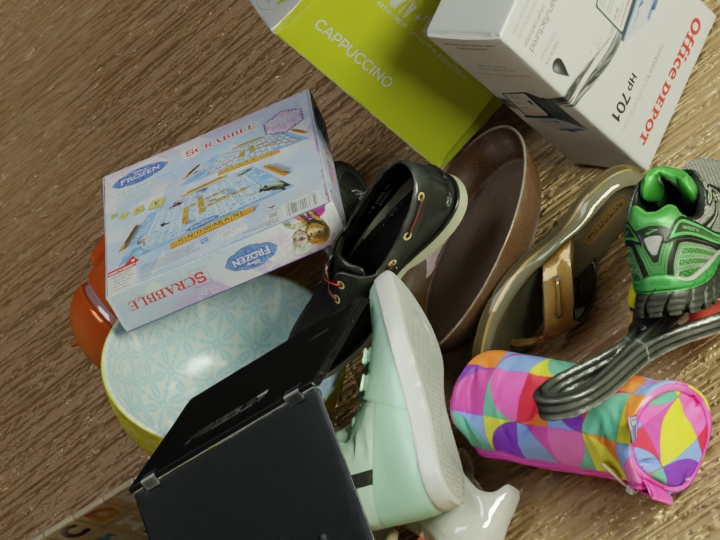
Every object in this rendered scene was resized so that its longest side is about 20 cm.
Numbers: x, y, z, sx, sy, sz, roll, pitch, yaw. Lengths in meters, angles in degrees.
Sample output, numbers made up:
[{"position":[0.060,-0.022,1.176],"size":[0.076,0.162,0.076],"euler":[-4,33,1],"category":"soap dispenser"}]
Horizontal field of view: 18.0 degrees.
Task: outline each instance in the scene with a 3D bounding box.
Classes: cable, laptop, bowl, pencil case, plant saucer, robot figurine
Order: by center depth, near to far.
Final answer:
[{"position":[0.200,0.057,1.551],"size":[0.097,0.050,0.200],"euler":[5,34,36],"category":"cable"},{"position":[0.153,0.107,1.605],"size":[0.200,0.088,0.089],"euler":[10,70,52],"category":"pencil case"},{"position":[-0.060,0.148,1.648],"size":[0.187,0.116,0.200],"euler":[-31,15,30],"category":"laptop"},{"position":[0.086,-0.016,1.773],"size":[0.200,0.034,0.200],"euler":[-52,23,34],"category":"plant saucer"},{"position":[-0.107,0.104,1.850],"size":[0.200,0.108,0.200],"euler":[-2,43,2],"category":"bowl"},{"position":[-0.178,0.016,2.011],"size":[0.200,0.144,0.117],"euler":[-49,3,8],"category":"robot figurine"}]

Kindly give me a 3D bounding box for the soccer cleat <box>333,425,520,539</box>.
[{"position":[0.043,0.157,1.704],"size":[0.078,0.069,0.200],"euler":[-53,43,-6],"category":"soccer cleat"}]

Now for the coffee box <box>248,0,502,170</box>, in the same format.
[{"position":[0.036,-0.241,1.851],"size":[0.200,0.200,0.198],"euler":[-47,30,8],"category":"coffee box"}]

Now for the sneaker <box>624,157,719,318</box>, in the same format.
[{"position":[0.231,-0.041,1.580],"size":[0.078,0.085,0.200],"euler":[-3,20,18],"category":"sneaker"}]

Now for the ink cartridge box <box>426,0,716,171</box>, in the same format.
[{"position":[0.162,-0.187,1.723],"size":[0.086,0.200,0.147],"euler":[9,70,49],"category":"ink cartridge box"}]

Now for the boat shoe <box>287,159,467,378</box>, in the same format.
[{"position":[-0.001,-0.002,1.753],"size":[0.201,0.063,0.074],"euler":[-52,44,18],"category":"boat shoe"}]

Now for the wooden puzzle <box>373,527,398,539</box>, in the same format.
[{"position":[-0.085,0.257,1.673],"size":[0.200,0.046,0.186],"euler":[3,61,33],"category":"wooden puzzle"}]

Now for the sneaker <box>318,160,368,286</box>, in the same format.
[{"position":[0.005,-0.036,1.869],"size":[0.091,0.066,0.200],"euler":[-50,27,30],"category":"sneaker"}]

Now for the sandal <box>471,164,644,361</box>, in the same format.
[{"position":[0.154,0.009,1.697],"size":[0.054,0.080,0.200],"euler":[41,90,29],"category":"sandal"}]

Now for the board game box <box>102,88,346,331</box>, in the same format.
[{"position":[-0.116,-0.053,1.885],"size":[0.200,0.041,0.200],"euler":[-22,32,7],"category":"board game box"}]

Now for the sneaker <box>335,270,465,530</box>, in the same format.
[{"position":[0.001,0.099,1.671],"size":[0.118,0.074,0.201],"euler":[-22,55,19],"category":"sneaker"}]

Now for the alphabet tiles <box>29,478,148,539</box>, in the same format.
[{"position":[-0.171,0.212,1.810],"size":[0.200,0.167,0.008],"euler":[-31,57,27],"category":"alphabet tiles"}]
